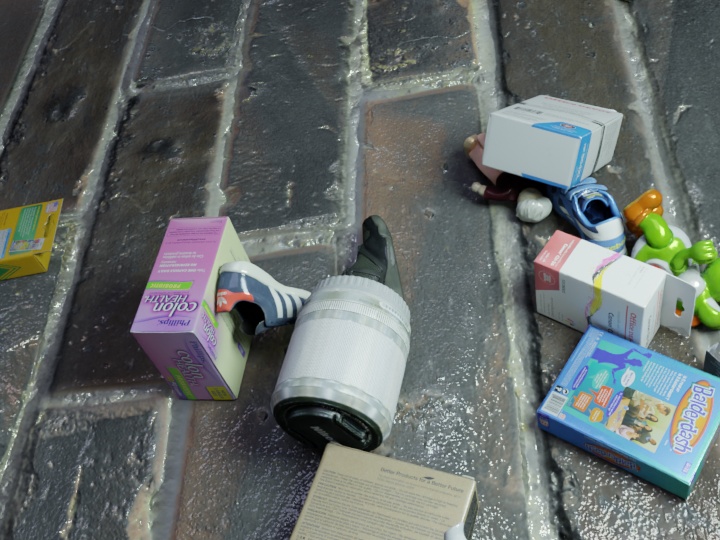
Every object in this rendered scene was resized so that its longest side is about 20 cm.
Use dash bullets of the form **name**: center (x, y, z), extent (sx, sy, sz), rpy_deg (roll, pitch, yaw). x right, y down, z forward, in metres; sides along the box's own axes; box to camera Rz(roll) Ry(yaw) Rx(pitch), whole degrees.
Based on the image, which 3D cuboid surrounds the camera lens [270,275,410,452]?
- **camera lens**: center (-0.022, 0.129, 1.153), extent (0.159, 0.161, 0.201), rpy_deg (3, 53, 18)

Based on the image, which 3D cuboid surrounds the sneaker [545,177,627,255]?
- **sneaker**: center (0.336, -0.101, 1.291), extent (0.073, 0.083, 0.201), rpy_deg (-23, 47, -2)

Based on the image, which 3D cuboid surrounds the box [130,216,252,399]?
- **box**: center (-0.228, 0.056, 1.258), extent (0.096, 0.176, 0.201), rpy_deg (-2, 52, 14)

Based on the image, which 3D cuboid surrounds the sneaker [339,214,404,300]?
- **sneaker**: center (0.000, 0.000, 1.303), extent (0.113, 0.076, 0.201), rpy_deg (-7, 55, -2)

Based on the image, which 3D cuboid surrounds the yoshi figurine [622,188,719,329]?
- **yoshi figurine**: center (0.449, -0.020, 1.178), extent (0.112, 0.112, 0.201), rpy_deg (-16, 64, -28)

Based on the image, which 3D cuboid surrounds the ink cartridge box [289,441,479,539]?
- **ink cartridge box**: center (0.027, 0.315, 1.046), extent (0.198, 0.075, 0.165), rpy_deg (10, 54, 23)

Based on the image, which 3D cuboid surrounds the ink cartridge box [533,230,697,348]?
- **ink cartridge box**: center (0.334, 0.038, 1.156), extent (0.199, 0.117, 0.068), rpy_deg (24, 61, 31)

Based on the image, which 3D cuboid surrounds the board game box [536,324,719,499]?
- **board game box**: center (0.346, 0.172, 1.093), extent (0.199, 0.045, 0.152), rpy_deg (24, 61, 30)

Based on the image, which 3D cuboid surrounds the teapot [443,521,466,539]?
- **teapot**: center (0.106, 0.401, 0.887), extent (0.145, 0.198, 0.200), rpy_deg (17, 52, 28)

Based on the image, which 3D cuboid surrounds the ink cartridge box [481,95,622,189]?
- **ink cartridge box**: center (0.295, -0.201, 1.326), extent (0.145, 0.085, 0.200), rpy_deg (20, 27, 28)

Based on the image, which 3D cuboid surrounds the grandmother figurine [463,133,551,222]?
- **grandmother figurine**: center (0.233, -0.145, 1.371), extent (0.121, 0.061, 0.200), rpy_deg (-27, 49, -7)

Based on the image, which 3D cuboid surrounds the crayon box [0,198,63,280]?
- **crayon box**: center (-0.613, -0.048, 1.529), extent (0.198, 0.052, 0.126), rpy_deg (-10, 50, 8)

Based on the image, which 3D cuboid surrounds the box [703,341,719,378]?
- **box**: center (0.551, 0.136, 1.062), extent (0.157, 0.050, 0.200), rpy_deg (-30, 50, -9)

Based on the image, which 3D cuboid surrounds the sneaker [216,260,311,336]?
- **sneaker**: center (-0.123, 0.062, 1.235), extent (0.075, 0.199, 0.085), rpy_deg (-14, 57, 49)
